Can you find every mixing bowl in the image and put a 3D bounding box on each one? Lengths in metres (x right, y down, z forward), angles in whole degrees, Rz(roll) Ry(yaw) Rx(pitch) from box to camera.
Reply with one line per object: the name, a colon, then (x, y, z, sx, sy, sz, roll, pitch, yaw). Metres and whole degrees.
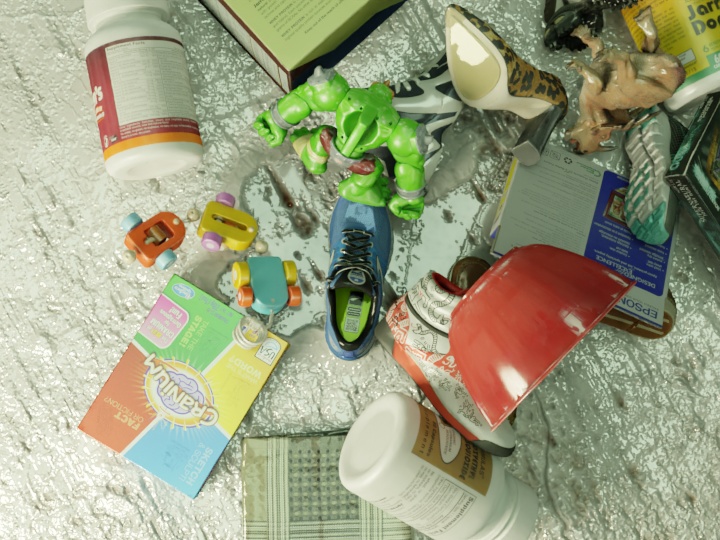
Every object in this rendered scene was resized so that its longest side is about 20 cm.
mixing bowl: (0.158, 0.047, 1.015, 0.200, 0.200, 0.108, -44, 79, -6)

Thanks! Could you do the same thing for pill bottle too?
pill bottle: (0.363, -0.291, 1.201, 0.113, 0.113, 0.200, -22, 85, -5)
pill bottle: (0.087, 0.222, 1.111, 0.200, 0.114, 0.114, 34, 83, -21)
pill bottle: (-0.244, -0.209, 1.169, 0.109, 0.110, 0.200, -12, 84, -4)

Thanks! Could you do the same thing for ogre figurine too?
ogre figurine: (-0.004, -0.139, 1.118, 0.200, 0.120, 0.098, 45, 48, 8)

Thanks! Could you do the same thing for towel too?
towel: (-0.035, 0.276, 1.168, 0.192, 0.035, 0.200, -1, 86, 0)

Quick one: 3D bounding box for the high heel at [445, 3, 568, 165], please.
high heel: (0.162, -0.231, 1.167, 0.200, 0.071, 0.143, 55, 42, -23)

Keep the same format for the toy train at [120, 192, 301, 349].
toy train: (-0.163, -0.001, 1.159, 0.200, 0.056, 0.150, 43, 56, 4)

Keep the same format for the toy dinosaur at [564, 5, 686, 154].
toy dinosaur: (0.293, -0.199, 1.129, 0.136, 0.200, 0.086, 45, 67, -22)

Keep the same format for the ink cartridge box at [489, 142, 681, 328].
ink cartridge box: (0.246, -0.039, 1.157, 0.197, 0.047, 0.200, 24, 52, -1)

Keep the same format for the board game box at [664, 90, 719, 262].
board game box: (0.413, -0.078, 1.155, 0.200, 0.028, 0.135, 49, 58, -25)

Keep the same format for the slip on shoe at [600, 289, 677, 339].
slip on shoe: (0.262, 0.013, 1.194, 0.200, 0.076, 0.061, 19, 43, 8)

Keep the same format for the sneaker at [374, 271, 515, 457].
sneaker: (0.113, 0.092, 1.108, 0.201, 0.067, 0.108, 46, 110, 20)

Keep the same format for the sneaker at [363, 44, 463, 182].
sneaker: (0.049, -0.204, 1.195, 0.129, 0.079, 0.199, 23, 93, -8)

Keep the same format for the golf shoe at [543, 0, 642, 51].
golf shoe: (0.265, -0.326, 1.166, 0.078, 0.200, 0.095, 2, 70, -31)

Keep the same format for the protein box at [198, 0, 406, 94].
protein box: (-0.072, -0.340, 1.177, 0.199, 0.135, 0.200, -43, 88, -5)

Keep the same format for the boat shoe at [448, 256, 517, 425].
boat shoe: (0.144, 0.078, 1.174, 0.072, 0.068, 0.200, -12, 83, -2)

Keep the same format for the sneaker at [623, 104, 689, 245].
sneaker: (0.348, -0.103, 1.168, 0.091, 0.078, 0.200, 22, 51, -10)

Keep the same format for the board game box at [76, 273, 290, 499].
board game box: (-0.194, 0.128, 1.168, 0.153, 0.040, 0.200, 31, 83, 1)

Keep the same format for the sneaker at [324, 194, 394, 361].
sneaker: (0.000, 0.000, 1.166, 0.078, 0.089, 0.200, 3, 84, -3)
